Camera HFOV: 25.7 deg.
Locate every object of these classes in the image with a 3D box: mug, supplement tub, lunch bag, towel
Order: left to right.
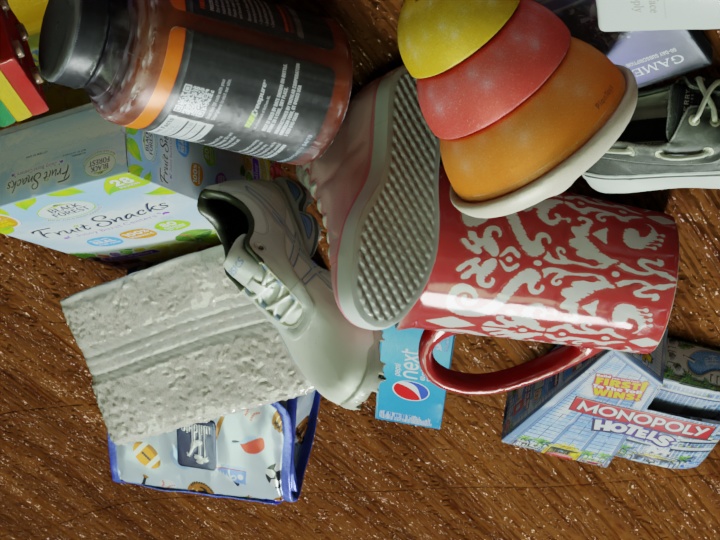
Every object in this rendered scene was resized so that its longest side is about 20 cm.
[{"bbox_3d":[-0.133,0.056,1.249,0.198,0.034,0.134,-18,95,18],"label":"towel"},{"bbox_3d":[-0.111,-0.140,1.060,0.198,0.108,0.107,12,150,-31],"label":"supplement tub"},{"bbox_3d":[-0.120,0.090,1.336,0.168,0.202,0.124,5,170,13],"label":"lunch bag"},{"bbox_3d":[0.131,0.006,1.228,0.198,0.135,0.178,8,146,-3],"label":"mug"}]

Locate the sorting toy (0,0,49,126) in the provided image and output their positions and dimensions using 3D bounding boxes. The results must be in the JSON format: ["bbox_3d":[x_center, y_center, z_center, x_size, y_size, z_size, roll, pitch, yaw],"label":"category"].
[{"bbox_3d":[-0.271,-0.194,0.991,0.069,0.201,0.199,-21,155,0],"label":"sorting toy"}]

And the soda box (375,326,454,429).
[{"bbox_3d":[0.051,0.058,1.376,0.063,0.068,0.201,10,146,4],"label":"soda box"}]

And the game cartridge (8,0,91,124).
[{"bbox_3d":[-0.214,-0.157,1.175,0.175,0.033,0.200,-11,142,30],"label":"game cartridge"}]

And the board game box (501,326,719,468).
[{"bbox_3d":[0.245,0.105,1.392,0.198,0.062,0.200,13,147,-2],"label":"board game box"}]

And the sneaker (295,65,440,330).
[{"bbox_3d":[0.000,-0.043,1.134,0.075,0.202,0.104,27,151,-34],"label":"sneaker"}]

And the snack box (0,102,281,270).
[{"bbox_3d":[-0.181,-0.062,1.210,0.167,0.068,0.199,-12,162,29],"label":"snack box"}]

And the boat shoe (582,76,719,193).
[{"bbox_3d":[0.233,-0.098,1.090,0.198,0.071,0.064,-9,143,31],"label":"boat shoe"}]

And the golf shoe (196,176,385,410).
[{"bbox_3d":[-0.057,0.016,1.124,0.097,0.201,0.078,7,131,-45],"label":"golf shoe"}]

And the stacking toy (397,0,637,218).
[{"bbox_3d":[0.073,-0.149,1.018,0.145,0.147,0.201,-21,115,39],"label":"stacking toy"}]

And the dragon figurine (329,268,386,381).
[{"bbox_3d":[0.000,0.000,1.192,0.058,0.200,0.100,16,113,-8],"label":"dragon figurine"}]

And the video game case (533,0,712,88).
[{"bbox_3d":[0.125,-0.183,1.047,0.142,0.019,0.200,-15,139,35],"label":"video game case"}]

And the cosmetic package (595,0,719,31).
[{"bbox_3d":[0.217,-0.238,0.804,0.198,0.166,0.165,1,146,16],"label":"cosmetic package"}]
